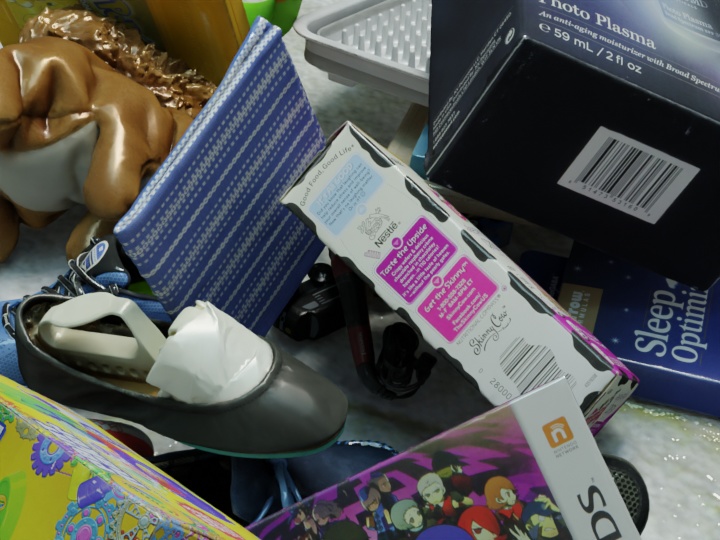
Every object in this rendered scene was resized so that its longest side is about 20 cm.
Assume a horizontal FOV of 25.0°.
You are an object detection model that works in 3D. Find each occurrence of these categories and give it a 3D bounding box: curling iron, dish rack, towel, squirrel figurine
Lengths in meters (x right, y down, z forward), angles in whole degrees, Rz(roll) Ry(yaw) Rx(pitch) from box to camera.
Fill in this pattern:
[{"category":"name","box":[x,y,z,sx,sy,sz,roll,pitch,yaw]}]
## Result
[{"category":"curling iron","box":[0.000,0.000,0.997,0.049,0.026,0.201,12,42,-33]},{"category":"dish rack","box":[0.068,-0.149,1.140,0.199,0.044,0.171,23,35,29]},{"category":"towel","box":[-0.067,-0.031,0.903,0.024,0.200,0.146,25,71,22]},{"category":"squirrel figurine","box":[-0.141,-0.090,1.056,0.184,0.143,0.201,9,42,-3]}]

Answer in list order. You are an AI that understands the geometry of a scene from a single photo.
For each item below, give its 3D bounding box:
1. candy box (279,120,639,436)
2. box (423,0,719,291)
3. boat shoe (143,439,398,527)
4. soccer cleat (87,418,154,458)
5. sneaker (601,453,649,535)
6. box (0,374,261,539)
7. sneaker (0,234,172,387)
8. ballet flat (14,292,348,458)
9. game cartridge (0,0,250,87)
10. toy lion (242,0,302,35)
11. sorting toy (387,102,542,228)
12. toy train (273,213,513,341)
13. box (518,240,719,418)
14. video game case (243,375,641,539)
[{"category":"candy box","box":[0.060,0.013,0.902,0.200,0.136,0.061,43,96,14]},{"category":"box","box":[0.151,-0.126,0.984,0.198,0.124,0.200,21,42,-17]},{"category":"boat shoe","box":[-0.065,0.123,0.854,0.198,0.069,0.084,-14,43,-20]},{"category":"soccer cleat","box":[-0.212,0.091,0.884,0.197,0.069,0.086,-5,47,-3]},{"category":"sneaker","box":[0.069,0.139,0.803,0.197,0.114,0.077,-13,80,-18]},{"category":"box","box":[-0.145,0.160,0.658,0.199,0.122,0.194,25,84,45]},{"category":"sneaker","box":[-0.166,0.020,0.954,0.198,0.090,0.079,-12,41,-18]},{"category":"ballet flat","box":[-0.103,0.050,0.843,0.198,0.069,0.068,7,45,25]},{"category":"game cartridge","box":[-0.172,-0.176,1.129,0.198,0.177,0.033,14,68,13]},{"category":"toy lion","box":[-0.138,-0.205,1.153,0.198,0.192,0.069,14,60,0]},{"category":"sorting toy","box":[0.112,-0.079,1.098,0.183,0.037,0.200,11,25,9]},{"category":"toy train","box":[0.028,-0.004,1.041,0.199,0.034,0.046,-26,50,-31]},{"category":"box","box":[0.188,0.033,1.013,0.198,0.033,0.122,11,41,11]},{"category":"video game case","box":[0.040,0.170,0.711,0.198,0.036,0.183,-24,79,0]}]
